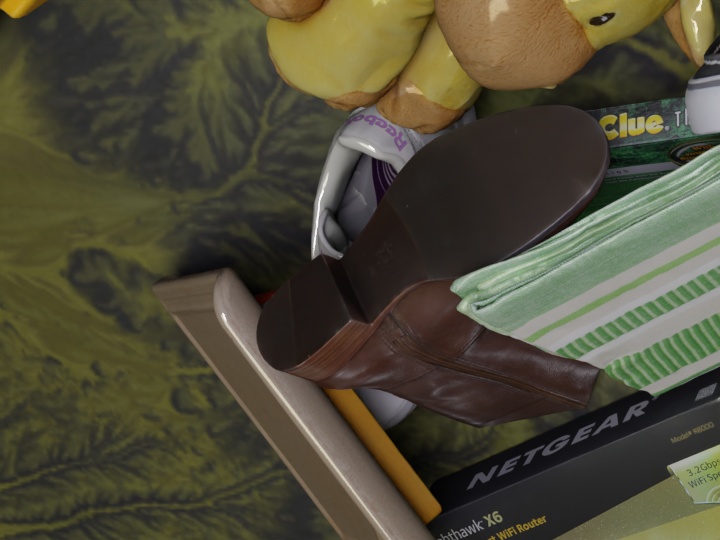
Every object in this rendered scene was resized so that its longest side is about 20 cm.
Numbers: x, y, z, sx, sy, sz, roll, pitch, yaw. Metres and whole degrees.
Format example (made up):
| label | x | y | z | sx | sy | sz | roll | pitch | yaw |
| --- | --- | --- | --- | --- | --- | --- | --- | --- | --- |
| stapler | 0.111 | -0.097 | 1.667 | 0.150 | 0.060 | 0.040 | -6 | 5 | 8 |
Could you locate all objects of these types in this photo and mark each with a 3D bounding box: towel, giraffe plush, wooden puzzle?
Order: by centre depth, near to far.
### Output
| label | x | y | z | sx | sy | sz | roll | pitch | yaw |
| --- | --- | --- | --- | --- | --- | --- | --- | --- | --- |
| giraffe plush | 0.063 | -0.130 | 0.711 | 0.162 | 0.172 | 0.200 | 43 | 110 | 46 |
| towel | 0.145 | 0.000 | 0.754 | 0.152 | 0.200 | 0.023 | -28 | 64 | 23 |
| wooden puzzle | -0.025 | 0.073 | 0.896 | 0.037 | 0.200 | 0.185 | -38 | 99 | -10 |

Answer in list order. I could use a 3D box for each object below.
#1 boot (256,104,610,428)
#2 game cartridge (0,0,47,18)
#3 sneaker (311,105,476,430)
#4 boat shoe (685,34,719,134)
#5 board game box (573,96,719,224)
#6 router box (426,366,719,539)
| label | x | y | z | sx | sy | sz | roll | pitch | yaw |
| --- | --- | --- | --- | --- | --- | --- | --- | --- | --- |
| boot | 0.078 | 0.010 | 0.816 | 0.186 | 0.200 | 0.064 | -31 | 59 | 28 |
| game cartridge | -0.167 | -0.215 | 0.774 | 0.200 | 0.176 | 0.032 | 47 | 132 | -4 |
| sneaker | 0.000 | 0.000 | 0.874 | 0.075 | 0.100 | 0.200 | 18 | 122 | 19 |
| boat shoe | 0.174 | -0.099 | 0.685 | 0.068 | 0.200 | 0.057 | -7 | 104 | 38 |
| board game box | 0.161 | -0.049 | 0.779 | 0.199 | 0.105 | 0.024 | -6 | 73 | 26 |
| router box | 0.145 | 0.148 | 0.914 | 0.200 | 0.052 | 0.157 | -29 | 101 | 33 |
